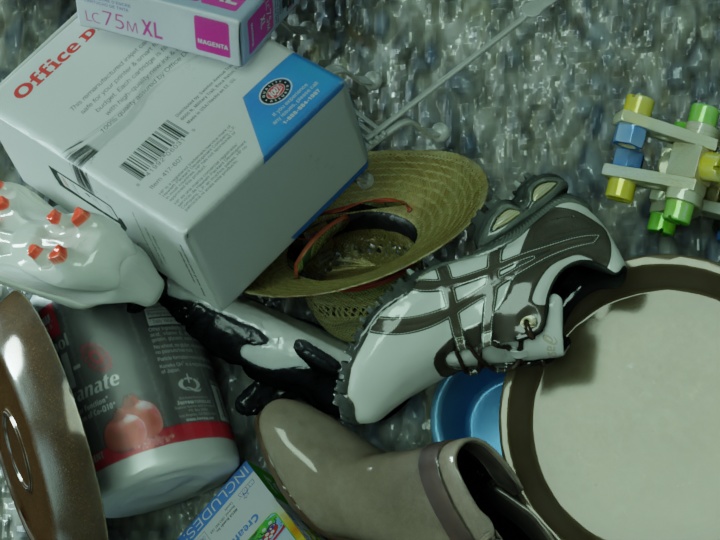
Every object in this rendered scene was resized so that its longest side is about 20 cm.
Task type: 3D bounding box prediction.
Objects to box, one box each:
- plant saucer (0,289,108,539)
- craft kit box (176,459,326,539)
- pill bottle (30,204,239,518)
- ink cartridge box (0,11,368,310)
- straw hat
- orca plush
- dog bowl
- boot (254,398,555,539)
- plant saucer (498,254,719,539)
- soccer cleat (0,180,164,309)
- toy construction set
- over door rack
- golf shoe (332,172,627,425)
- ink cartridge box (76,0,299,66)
[{"bbox_3d":[-0.210,0.113,1.240,0.032,0.200,0.201,-17,71,-21],"label":"plant saucer"},{"bbox_3d":[-0.084,0.251,1.199,0.200,0.048,0.198,-49,37,4],"label":"craft kit box"},{"bbox_3d":[-0.159,0.055,1.278,0.110,0.111,0.201,-22,72,11],"label":"pill bottle"},{"bbox_3d":[-0.118,-0.088,1.215,0.200,0.084,0.146,32,67,34],"label":"ink cartridge box"},{"bbox_3d":[0.000,0.000,1.250,0.200,0.201,0.085,-10,117,14],"label":"straw hat"},{"bbox_3d":[-0.066,0.063,1.239,0.071,0.199,0.105,-65,27,5],"label":"orca plush"},{"bbox_3d":[0.133,0.079,1.218,0.199,0.050,0.112,-25,72,11],"label":"dog bowl"},{"bbox_3d":[0.033,0.134,1.173,0.200,0.146,0.070,43,57,-1],"label":"boot"},{"bbox_3d":[0.184,0.090,1.160,0.199,0.029,0.201,-4,78,16],"label":"plant saucer"},{"bbox_3d":[-0.201,-0.010,1.217,0.200,0.078,0.070,13,68,52],"label":"soccer cleat"},{"bbox_3d":[0.250,-0.041,1.167,0.199,0.131,0.092,29,88,20],"label":"toy construction set"},{"bbox_3d":[0.022,-0.161,1.295,0.200,0.067,0.148,-45,62,-11],"label":"over door rack"},{"bbox_3d":[0.072,0.032,1.146,0.200,0.078,0.094,-44,62,-5],"label":"golf shoe"},{"bbox_3d":[-0.085,-0.210,1.240,0.119,0.042,0.200,16,41,18],"label":"ink cartridge box"}]
